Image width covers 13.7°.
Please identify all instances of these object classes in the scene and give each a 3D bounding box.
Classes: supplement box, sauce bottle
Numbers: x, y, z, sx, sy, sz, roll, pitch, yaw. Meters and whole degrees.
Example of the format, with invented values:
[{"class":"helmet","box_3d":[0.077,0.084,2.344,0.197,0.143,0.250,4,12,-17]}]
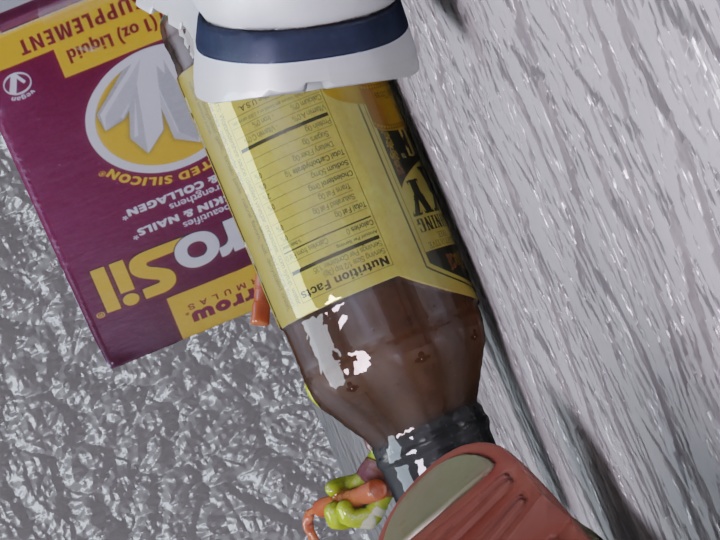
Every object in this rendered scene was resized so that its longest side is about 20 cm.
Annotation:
[{"class":"supplement box","box_3d":[-0.087,-0.076,1.235,0.200,0.131,0.103,70,175,-47]},{"class":"sauce bottle","box_3d":[0.000,0.000,0.957,0.065,0.065,0.200,127,121,-86]}]

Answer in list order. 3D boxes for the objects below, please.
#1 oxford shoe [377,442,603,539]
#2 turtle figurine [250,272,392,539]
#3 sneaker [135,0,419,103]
[{"class":"oxford shoe","box_3d":[0.069,0.114,0.783,0.074,0.071,0.200,41,-170,-29]},{"class":"turtle figurine","box_3d":[-0.002,0.019,1.097,0.161,0.064,0.200,88,169,-58]},{"class":"sneaker","box_3d":[-0.028,-0.107,0.797,0.200,0.076,0.081,-132,31,-66]}]
